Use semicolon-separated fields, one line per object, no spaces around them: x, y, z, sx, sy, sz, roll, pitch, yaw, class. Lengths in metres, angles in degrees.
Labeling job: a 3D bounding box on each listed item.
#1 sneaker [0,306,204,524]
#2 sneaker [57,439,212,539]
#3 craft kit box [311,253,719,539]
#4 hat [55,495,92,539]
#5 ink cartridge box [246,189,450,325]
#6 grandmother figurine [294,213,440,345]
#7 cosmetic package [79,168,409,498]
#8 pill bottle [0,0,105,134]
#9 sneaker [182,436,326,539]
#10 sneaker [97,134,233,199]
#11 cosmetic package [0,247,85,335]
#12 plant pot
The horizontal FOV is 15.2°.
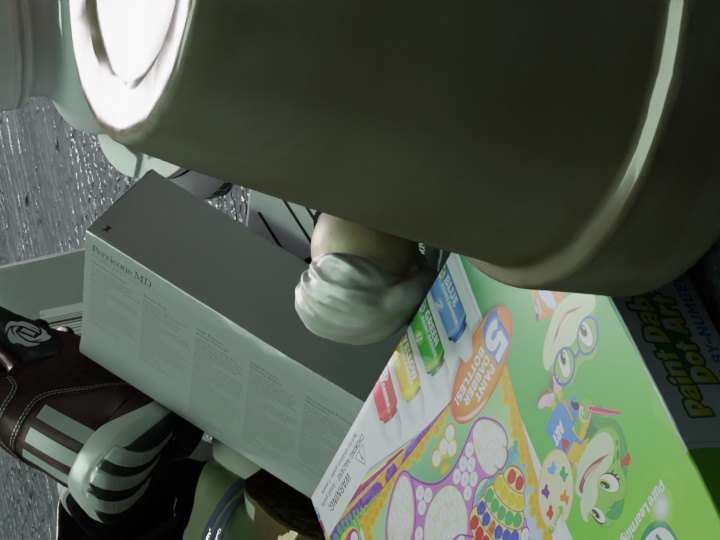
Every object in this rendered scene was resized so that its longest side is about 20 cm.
-0.123;0.040;1.219;0.076;0.115;0.200;-63;-5;14;sneaker
-0.069;0.160;1.387;0.200;0.073;0.112;32;-153;-51;sneaker
0.063;0.088;0.933;0.200;0.048;0.198;-62;38;35;craft kit box
-0.084;0.179;1.522;0.081;0.200;0.201;-19;77;32;hat
0.000;0.000;1.129;0.094;0.044;0.200;26;136;21;ink cartridge box
0.019;-0.069;0.987;0.061;0.121;0.201;28;107;50;grandmother figurine
-0.022;0.044;1.108;0.200;0.051;0.083;31;144;17;cosmetic package
-0.079;-0.117;1.151;0.111;0.199;0.111;173;90;-74;pill bottle
-0.038;0.132;1.194;0.200;0.067;0.090;-137;61;-73;sneaker
-0.061;-0.131;1.266;0.076;0.080;0.201;22;91;31;sneaker
-0.129;0.038;1.489;0.200;0.090;0.107;2;-104;-81;cosmetic package
0.010;-0.095;0.825;0.200;0.173;0.201;-178;90;-65;plant pot
